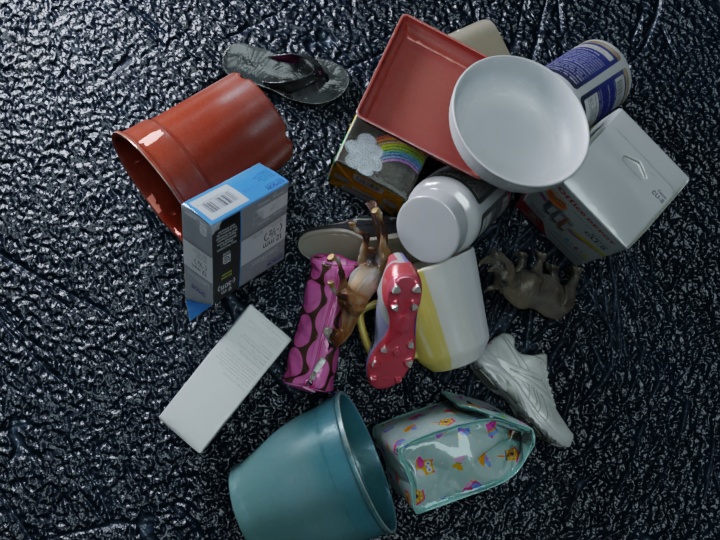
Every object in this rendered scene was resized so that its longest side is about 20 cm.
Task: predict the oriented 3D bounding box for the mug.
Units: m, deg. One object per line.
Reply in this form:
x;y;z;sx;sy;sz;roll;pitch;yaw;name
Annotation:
0.103;0.067;1.252;0.184;0.149;0.155;-18;95;21;mug

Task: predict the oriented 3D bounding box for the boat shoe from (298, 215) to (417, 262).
0.004;-0.049;1.292;0.196;0.073;0.063;-1;40;-2;boat shoe

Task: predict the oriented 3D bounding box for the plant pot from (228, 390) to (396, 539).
-0.073;0.296;1.171;0.186;0.200;0.203;-23;86;6;plant pot

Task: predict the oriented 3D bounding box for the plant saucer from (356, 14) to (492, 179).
0.111;-0.240;1.202;0.198;0.037;0.202;26;64;-4;plant saucer

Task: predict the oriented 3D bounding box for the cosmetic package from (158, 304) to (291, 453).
-0.190;0.153;1.205;0.081;0.113;0.201;37;81;-1;cosmetic package

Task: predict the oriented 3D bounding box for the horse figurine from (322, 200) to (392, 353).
0.000;0.000;1.169;0.049;0.133;0.201;12;56;28;horse figurine

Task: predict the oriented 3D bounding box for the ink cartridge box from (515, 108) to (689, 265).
0.351;-0.117;1.262;0.145;0.200;0.145;44;80;0;ink cartridge box

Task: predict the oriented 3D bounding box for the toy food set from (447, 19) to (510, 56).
0.179;-0.284;1.339;0.142;0.060;0.202;-26;88;-21;toy food set

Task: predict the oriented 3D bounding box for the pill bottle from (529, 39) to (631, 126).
0.311;-0.262;1.289;0.199;0.116;0.117;-34;88;-30;pill bottle

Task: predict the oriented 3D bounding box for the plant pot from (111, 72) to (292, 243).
-0.213;-0.164;1.209;0.195;0.201;0.202;-39;89;-18;plant pot

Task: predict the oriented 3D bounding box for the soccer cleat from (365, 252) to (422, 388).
0.044;0.073;1.167;0.066;0.077;0.202;2;125;-11;soccer cleat

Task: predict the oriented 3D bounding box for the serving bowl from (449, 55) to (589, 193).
0.206;-0.188;1.151;0.197;0.066;0.203;6;66;-14;serving bowl

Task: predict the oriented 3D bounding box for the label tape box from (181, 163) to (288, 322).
-0.170;-0.026;1.163;0.066;0.202;0.143;30;45;27;label tape box

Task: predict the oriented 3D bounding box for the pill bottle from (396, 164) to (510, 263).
0.134;-0.093;1.225;0.114;0.114;0.200;50;37;1;pill bottle

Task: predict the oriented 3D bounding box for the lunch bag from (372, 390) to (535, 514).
0.134;0.244;1.205;0.197;0.170;0.124;-20;93;-9;lunch bag

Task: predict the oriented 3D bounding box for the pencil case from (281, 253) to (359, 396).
-0.053;0.076;1.229;0.089;0.094;0.203;11;88;4;pencil case

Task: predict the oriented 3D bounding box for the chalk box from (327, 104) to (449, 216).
0.049;-0.206;1.274;0.124;0.124;0.202;27;79;-3;chalk box

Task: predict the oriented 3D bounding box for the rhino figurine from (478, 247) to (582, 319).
0.251;0.017;1.276;0.198;0.059;0.089;17;77;-33;rhino figurine

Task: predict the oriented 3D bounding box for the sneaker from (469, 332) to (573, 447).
0.261;0.175;1.280;0.099;0.078;0.200;-42;91;-14;sneaker

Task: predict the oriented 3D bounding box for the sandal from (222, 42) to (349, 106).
-0.114;-0.301;1.300;0.197;0.048;0.077;9;82;-6;sandal
